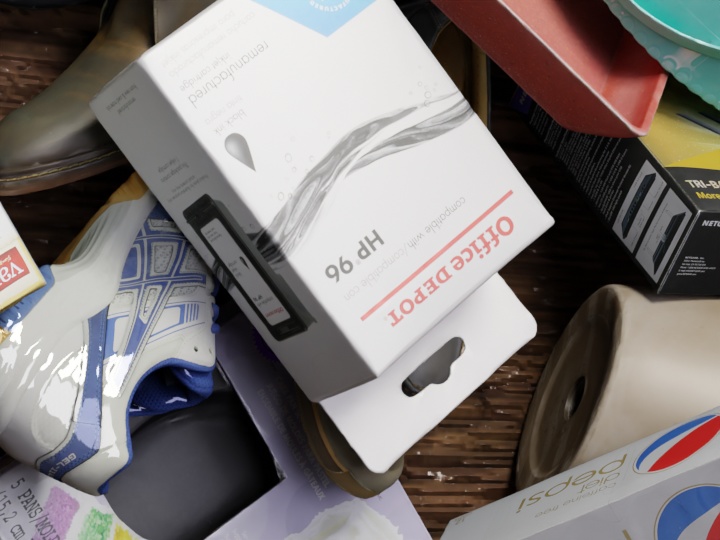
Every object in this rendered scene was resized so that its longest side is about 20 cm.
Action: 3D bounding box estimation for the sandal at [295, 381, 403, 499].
[{"bbox_3d":[0.000,0.000,1.012,0.080,0.054,0.200,17,59,-56],"label":"sandal"}]

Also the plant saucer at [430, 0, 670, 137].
[{"bbox_3d":[0.069,-0.161,1.089,0.200,0.037,0.200,43,31,-9],"label":"plant saucer"}]

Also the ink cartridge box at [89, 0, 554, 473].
[{"bbox_3d":[-0.003,-0.028,0.947,0.116,0.068,0.200,-40,97,-27],"label":"ink cartridge box"}]

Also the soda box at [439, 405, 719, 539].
[{"bbox_3d":[0.130,0.115,0.998,0.068,0.200,0.064,59,24,-11],"label":"soda box"}]

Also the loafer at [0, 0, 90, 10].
[{"bbox_3d":[-0.154,-0.153,0.970,0.200,0.070,0.068,-4,74,-46],"label":"loafer"}]

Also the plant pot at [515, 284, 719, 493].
[{"bbox_3d":[0.177,0.090,1.098,0.173,0.200,0.200,23,70,-10],"label":"plant pot"}]

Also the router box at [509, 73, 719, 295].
[{"bbox_3d":[0.198,-0.053,1.145,0.200,0.052,0.157,1,37,-32],"label":"router box"}]

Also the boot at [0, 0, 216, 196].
[{"bbox_3d":[-0.099,-0.115,0.992,0.200,0.075,0.097,-37,126,-30],"label":"boot"}]

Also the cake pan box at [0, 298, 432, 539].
[{"bbox_3d":[-0.064,0.128,1.008,0.184,0.052,0.200,-34,99,-34],"label":"cake pan box"}]

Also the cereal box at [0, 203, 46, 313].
[{"bbox_3d":[-0.207,-0.065,0.893,0.040,0.144,0.200,-32,99,-25],"label":"cereal box"}]

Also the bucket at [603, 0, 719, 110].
[{"bbox_3d":[0.202,-0.177,1.105,0.207,0.135,0.207,31,34,-24],"label":"bucket"}]

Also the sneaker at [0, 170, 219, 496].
[{"bbox_3d":[-0.092,0.017,0.962,0.088,0.075,0.200,41,49,-4],"label":"sneaker"}]

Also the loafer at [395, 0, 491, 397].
[{"bbox_3d":[0.029,-0.035,1.079,0.073,0.072,0.200,0,83,-33],"label":"loafer"}]
